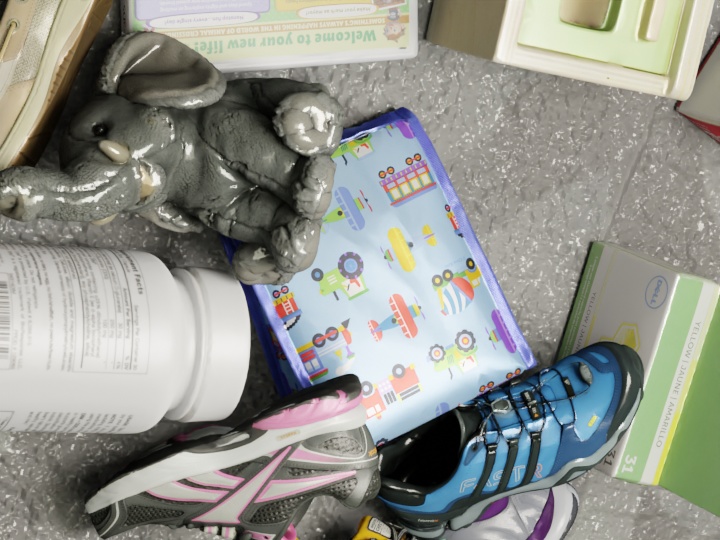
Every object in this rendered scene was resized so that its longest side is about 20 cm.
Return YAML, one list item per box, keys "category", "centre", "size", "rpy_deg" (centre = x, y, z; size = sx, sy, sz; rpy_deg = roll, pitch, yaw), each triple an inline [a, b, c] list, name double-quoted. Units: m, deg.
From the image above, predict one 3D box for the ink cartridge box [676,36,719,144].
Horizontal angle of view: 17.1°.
- category: "ink cartridge box"
  centre: [0.343, -0.114, 1.680]
  size: [0.200, 0.083, 0.147]
  rpy_deg: [34, 87, -27]

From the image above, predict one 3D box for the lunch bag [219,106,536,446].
- category: "lunch bag"
  centre: [0.000, 0.000, 1.550]
  size: [0.150, 0.094, 0.201]
  rpy_deg: [-25, 102, -15]

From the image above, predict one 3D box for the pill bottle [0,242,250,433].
- category: "pill bottle"
  centre: [-0.175, 0.042, 1.454]
  size: [0.199, 0.113, 0.114]
  rpy_deg: [4, 101, -26]

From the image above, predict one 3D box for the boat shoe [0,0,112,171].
- category: "boat shoe"
  centre: [-0.208, -0.117, 1.429]
  size: [0.065, 0.072, 0.201]
  rpy_deg: [25, 86, 1]

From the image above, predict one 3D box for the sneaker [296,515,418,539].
- category: "sneaker"
  centre: [0.026, 0.204, 1.574]
  size: [0.199, 0.078, 0.083]
  rpy_deg: [-3, 97, 7]

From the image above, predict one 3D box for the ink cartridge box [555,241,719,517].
- category: "ink cartridge box"
  centre: [0.205, 0.074, 1.593]
  size: [0.048, 0.200, 0.146]
  rpy_deg: [14, 96, -30]

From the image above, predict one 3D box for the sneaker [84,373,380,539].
- category: "sneaker"
  centre: [-0.078, 0.139, 1.492]
  size: [0.199, 0.080, 0.087]
  rpy_deg: [-21, 95, 22]

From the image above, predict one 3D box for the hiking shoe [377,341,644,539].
- category: "hiking shoe"
  centre: [0.097, 0.109, 1.575]
  size: [0.200, 0.075, 0.087]
  rpy_deg: [-35, 149, 10]

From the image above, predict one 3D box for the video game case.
- category: "video game case"
  centre: [-0.056, -0.217, 1.501]
  size: [0.199, 0.022, 0.183]
  rpy_deg: [-7, 105, -25]

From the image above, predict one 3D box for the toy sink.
- category: "toy sink"
  centre: [0.164, -0.187, 1.561]
  size: [0.199, 0.112, 0.131]
  rpy_deg: [10, 98, -27]

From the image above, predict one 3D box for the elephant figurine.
- category: "elephant figurine"
  centre: [-0.116, -0.075, 1.438]
  size: [0.199, 0.155, 0.142]
  rpy_deg: [12, 82, -7]

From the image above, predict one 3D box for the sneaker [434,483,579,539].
- category: "sneaker"
  centre: [0.065, 0.215, 1.647]
  size: [0.087, 0.074, 0.201]
  rpy_deg: [32, 84, -5]
